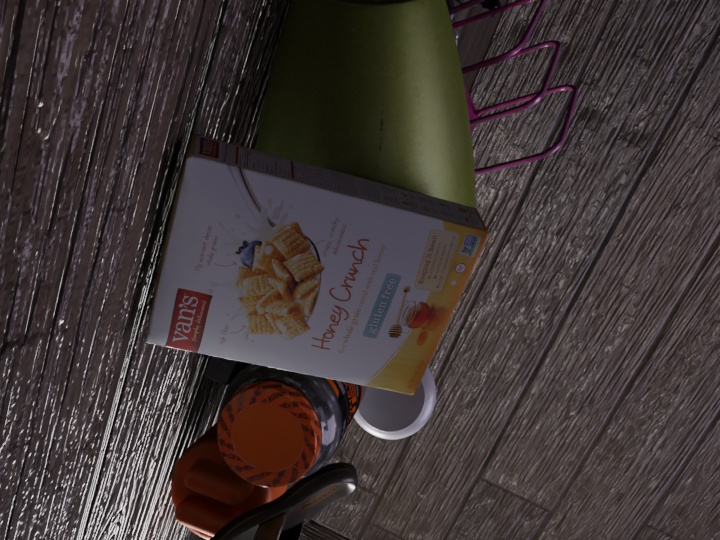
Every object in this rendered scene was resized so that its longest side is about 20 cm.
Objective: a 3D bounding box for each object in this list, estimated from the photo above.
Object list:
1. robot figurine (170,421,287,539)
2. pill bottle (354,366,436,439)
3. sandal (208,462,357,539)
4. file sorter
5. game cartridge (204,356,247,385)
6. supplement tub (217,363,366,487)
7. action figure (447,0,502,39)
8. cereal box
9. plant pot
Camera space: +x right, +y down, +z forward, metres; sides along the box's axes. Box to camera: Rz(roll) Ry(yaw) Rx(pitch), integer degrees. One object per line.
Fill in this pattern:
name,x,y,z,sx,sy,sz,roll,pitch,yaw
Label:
robot figurine,-0.139,0.227,0.863,0.200,0.116,0.145,-36,105,-79
pill bottle,0.042,0.156,0.993,0.200,0.112,0.114,59,55,-82
sandal,-0.082,0.262,0.758,0.199,0.055,0.082,-30,151,-7
file sorter,0.096,-0.200,0.674,0.201,0.125,0.139,59,36,-28
game cartridge,-0.111,0.058,0.840,0.130,0.038,0.200,-61,174,-2
supplement tub,-0.066,0.132,0.788,0.200,0.122,0.123,-46,159,-74
action figure,0.060,-0.257,0.809,0.200,0.102,0.119,-40,-174,6
cereal box,-0.032,0.004,0.518,0.040,0.198,0.145,-102,-152,-57
plant pot,0.005,-0.115,0.565,0.188,0.185,0.201,-60,160,-45
